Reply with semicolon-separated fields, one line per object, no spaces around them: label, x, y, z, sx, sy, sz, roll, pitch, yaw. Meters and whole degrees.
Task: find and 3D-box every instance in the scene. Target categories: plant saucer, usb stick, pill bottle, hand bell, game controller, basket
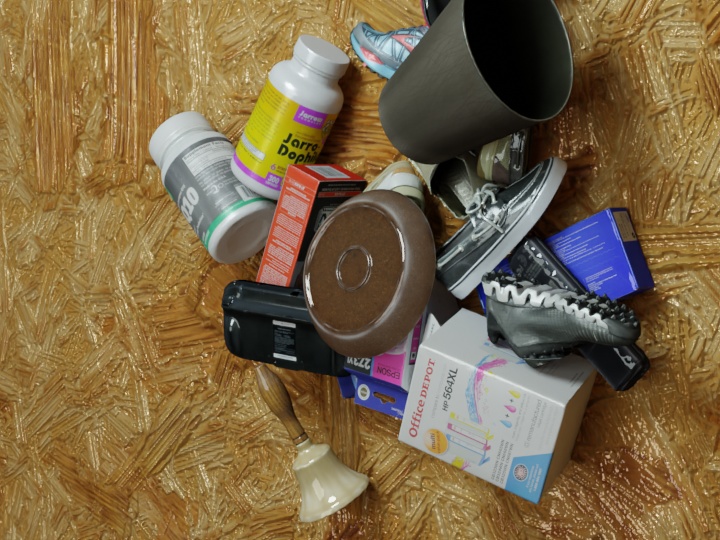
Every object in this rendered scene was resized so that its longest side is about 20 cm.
plant saucer;0.000;0.000;1.473;0.199;0.034;0.203;-13;71;40
usb stick;0.234;0.045;1.364;0.200;0.032;0.056;51;129;25
pill bottle;-0.087;-0.199;1.638;0.104;0.104;0.201;43;118;31
hand bell;-0.079;0.207;1.608;0.103;0.104;0.202;-23;99;39
game controller;-0.090;0.073;1.583;0.198;0.042;0.106;9;116;29
basket;0.114;-0.202;1.351;0.200;0.134;0.183;-34;62;55
pill bottle;-0.205;-0.117;1.739;0.201;0.112;0.113;53;123;26

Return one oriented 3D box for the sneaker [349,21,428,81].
sneaker;0.077;-0.261;1.521;0.199;0.079;0.096;35;109;24

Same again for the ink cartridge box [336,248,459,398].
ink cartridge box;0.028;0.074;1.573;0.199;0.076;0.138;-28;74;40

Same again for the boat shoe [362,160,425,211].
boat shoe;0.019;-0.055;1.582;0.200;0.074;0.069;-47;35;41

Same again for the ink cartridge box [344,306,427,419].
ink cartridge box;0.030;0.073;1.499;0.094;0.037;0.203;14;102;40

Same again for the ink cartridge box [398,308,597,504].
ink cartridge box;0.141;0.142;1.401;0.198;0.125;0.130;21;115;20

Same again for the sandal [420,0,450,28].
sandal;0.093;-0.305;1.396;0.074;0.045;0.202;16;134;35

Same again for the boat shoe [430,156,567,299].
boat shoe;0.148;-0.059;1.412;0.068;0.074;0.200;37;119;-8

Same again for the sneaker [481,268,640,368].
sneaker;0.208;0.063;1.326;0.199;0.066;0.092;17;108;43

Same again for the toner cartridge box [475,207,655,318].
toner cartridge box;0.224;0.011;1.418;0.199;0.043;0.096;-27;75;38

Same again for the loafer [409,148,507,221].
loafer;0.103;-0.129;1.499;0.200;0.068;0.076;49;121;28

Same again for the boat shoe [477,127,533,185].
boat shoe;0.190;-0.194;1.427;0.065;0.072;0.203;20;99;13

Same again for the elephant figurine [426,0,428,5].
elephant figurine;0.159;-0.383;1.399;0.198;0.156;0.142;9;55;34

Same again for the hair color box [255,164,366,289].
hair color box;-0.069;-0.033;1.633;0.061;0.101;0.202;30;112;33
